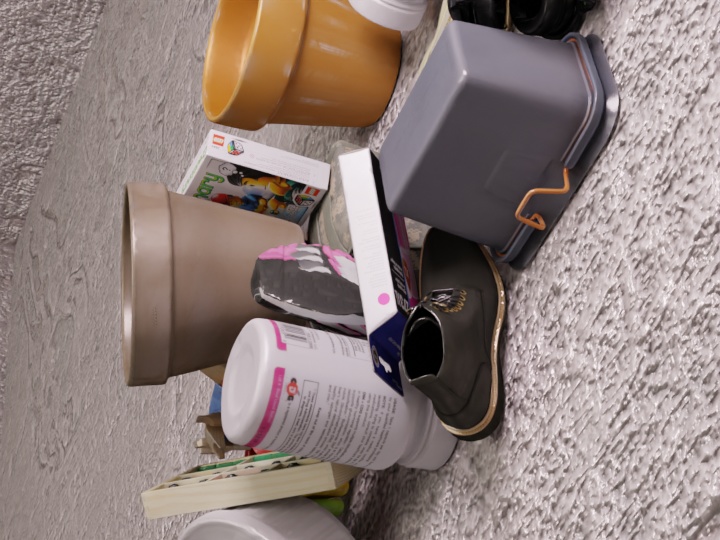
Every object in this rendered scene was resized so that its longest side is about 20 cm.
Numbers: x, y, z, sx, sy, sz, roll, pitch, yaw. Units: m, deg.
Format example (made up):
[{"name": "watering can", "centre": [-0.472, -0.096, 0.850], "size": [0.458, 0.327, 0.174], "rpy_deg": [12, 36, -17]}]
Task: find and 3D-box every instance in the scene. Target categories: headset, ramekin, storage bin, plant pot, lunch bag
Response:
[{"name": "headset", "centre": [0.130, -0.248, 1.419], "size": [0.200, 0.123, 0.095], "rpy_deg": [174, 95, -80]}, {"name": "ramekin", "centre": [-0.075, 0.302, 1.558], "size": [0.202, 0.094, 0.203], "rpy_deg": [20, 125, 32]}, {"name": "storage bin", "centre": [0.107, -0.107, 1.379], "size": [0.146, 0.134, 0.200], "rpy_deg": [-98, 28, -45]}, {"name": "plant pot", "centre": [-0.060, -0.244, 1.839], "size": [0.200, 0.182, 0.201], "rpy_deg": [-168, 90, -70]}, {"name": "lunch bag", "centre": [0.000, 0.000, 1.631], "size": [0.164, 0.117, 0.201], "rpy_deg": [-100, 24, -52]}, {"name": "plant pot", "centre": [-0.144, 0.013, 1.598], "size": [0.200, 0.173, 0.201], "rpy_deg": [180, 90, -80]}]

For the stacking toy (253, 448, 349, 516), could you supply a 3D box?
[{"name": "stacking toy", "centre": [-0.054, 0.241, 1.675], "size": [0.116, 0.109, 0.201], "rpy_deg": [155, 114, -62]}]

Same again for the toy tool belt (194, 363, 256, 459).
[{"name": "toy tool belt", "centre": [-0.138, 0.157, 1.835], "size": [0.201, 0.122, 0.125], "rpy_deg": [105, 167, -45]}]

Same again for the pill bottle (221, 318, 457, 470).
[{"name": "pill bottle", "centre": [-0.016, 0.117, 1.473], "size": [0.113, 0.199, 0.114], "rpy_deg": [-167, 90, -70]}]

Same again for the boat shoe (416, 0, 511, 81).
[{"name": "boat shoe", "centre": [0.100, -0.203, 1.542], "size": [0.066, 0.074, 0.201], "rpy_deg": [154, 127, -71]}]

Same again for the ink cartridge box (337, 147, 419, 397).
[{"name": "ink cartridge box", "centre": [0.021, 0.002, 1.423], "size": [0.095, 0.037, 0.201], "rpy_deg": [46, -146, -65]}]

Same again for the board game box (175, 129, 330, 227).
[{"name": "board game box", "centre": [-0.123, -0.064, 1.665], "size": [0.200, 0.126, 0.035], "rpy_deg": [128, 153, -55]}]

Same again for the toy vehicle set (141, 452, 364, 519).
[{"name": "toy vehicle set", "centre": [-0.094, 0.198, 1.573], "size": [0.124, 0.199, 0.027], "rpy_deg": [-18, -85, -70]}]

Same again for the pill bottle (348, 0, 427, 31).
[{"name": "pill bottle", "centre": [0.060, -0.354, 1.687], "size": [0.111, 0.111, 0.201], "rpy_deg": [-106, 35, -53]}]

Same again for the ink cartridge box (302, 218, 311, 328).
[{"name": "ink cartridge box", "centre": [-0.066, 0.015, 1.764], "size": [0.177, 0.044, 0.201], "rpy_deg": [68, -168, -47]}]

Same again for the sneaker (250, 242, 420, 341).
[{"name": "sneaker", "centre": [-0.008, 0.042, 1.514], "size": [0.087, 0.199, 0.081], "rpy_deg": [112, 170, -47]}]

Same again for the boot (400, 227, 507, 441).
[{"name": "boot", "centre": [0.071, 0.028, 1.377], "size": [0.077, 0.138, 0.201], "rpy_deg": [-18, 61, 16]}]
